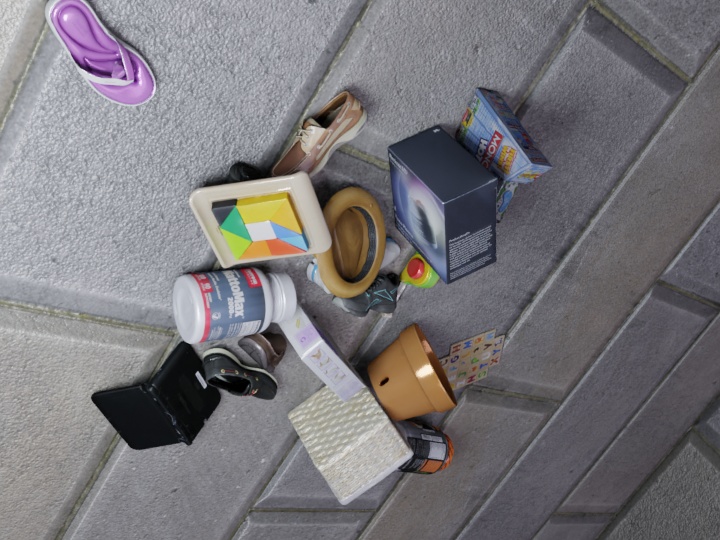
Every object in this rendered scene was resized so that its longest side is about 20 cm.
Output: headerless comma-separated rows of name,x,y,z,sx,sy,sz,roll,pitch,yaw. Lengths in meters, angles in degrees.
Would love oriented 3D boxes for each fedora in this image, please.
fedora,-0.035,-0.053,1.576,0.199,0.081,0.203,-11,106,-45

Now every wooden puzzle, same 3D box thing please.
wooden puzzle,-0.161,-0.076,1.421,0.197,0.038,0.186,-11,139,7

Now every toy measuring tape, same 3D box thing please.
toy measuring tape,0.113,0.032,1.791,0.073,0.074,0.201,12,117,-42

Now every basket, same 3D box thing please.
basket,-0.028,0.357,1.876,0.199,0.198,0.161,-35,134,-4

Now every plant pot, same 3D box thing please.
plant pot,0.106,0.237,1.881,0.139,0.201,0.200,-29,139,6

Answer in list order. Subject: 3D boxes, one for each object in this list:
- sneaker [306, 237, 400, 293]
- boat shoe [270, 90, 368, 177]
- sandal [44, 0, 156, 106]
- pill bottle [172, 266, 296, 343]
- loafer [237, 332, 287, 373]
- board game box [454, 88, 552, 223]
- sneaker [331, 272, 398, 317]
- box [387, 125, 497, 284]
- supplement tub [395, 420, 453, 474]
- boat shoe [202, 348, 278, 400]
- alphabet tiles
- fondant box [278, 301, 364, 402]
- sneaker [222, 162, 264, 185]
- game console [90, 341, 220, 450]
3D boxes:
sneaker,0.000,0.000,1.669,0.198,0.087,0.076,-21,134,-22
boat shoe,-0.077,-0.223,1.434,0.200,0.076,0.072,-45,136,-9
sandal,-0.354,-0.289,1.180,0.082,0.050,0.203,-41,139,2
pill bottle,-0.220,0.056,1.527,0.198,0.120,0.121,-8,130,-33
loafer,-0.181,0.141,1.638,0.071,0.073,0.200,-49,173,-10
board game box,0.252,-0.199,1.596,0.061,0.200,0.202,1,124,-37
sneaker,0.012,0.042,1.721,0.199,0.075,0.080,-4,118,-58
box,0.150,-0.123,1.588,0.122,0.200,0.200,-24,135,-17
supplement tub,0.133,0.435,2.115,0.199,0.123,0.123,20,112,-45
boat shoe,-0.234,0.219,1.687,0.073,0.064,0.201,-26,142,22
alphabet tiles,0.268,0.225,2.121,0.198,0.006,0.168,-17,134,-24
fondant box,-0.083,0.154,1.695,0.058,0.145,0.200,-39,139,0
sneaker,-0.163,-0.111,1.473,0.199,0.076,0.091,24,118,-38
game console,-0.383,0.241,1.643,0.177,0.115,0.201,-56,147,-29
